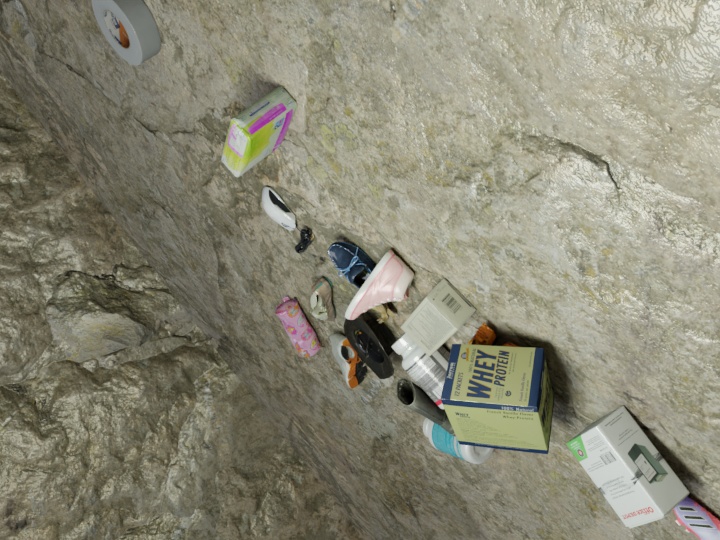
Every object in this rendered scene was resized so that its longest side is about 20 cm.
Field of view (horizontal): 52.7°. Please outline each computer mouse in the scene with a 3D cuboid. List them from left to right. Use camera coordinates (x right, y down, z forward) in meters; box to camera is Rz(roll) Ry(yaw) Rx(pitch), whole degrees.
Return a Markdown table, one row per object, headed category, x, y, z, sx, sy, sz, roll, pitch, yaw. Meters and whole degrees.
| category | x | y | z | sx | sy | sz | roll | pitch | yaw |
| --- | --- | --- | --- | --- | --- | --- | --- | --- | --- |
| computer mouse | -0.208 | -0.137 | 1.960 | 0.200 | 0.044 | 0.110 | 49 | 155 | 1 |

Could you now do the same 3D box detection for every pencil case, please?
| category | x | y | z | sx | sy | sz | roll | pitch | yaw |
| --- | --- | --- | --- | --- | --- | --- | --- | --- | --- |
| pencil case | -0.201 | 0.184 | 2.343 | 0.087 | 0.087 | 0.202 | 9 | 133 | 52 |

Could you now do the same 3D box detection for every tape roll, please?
| category | x | y | z | sx | sy | sz | roll | pitch | yaw |
| --- | --- | --- | --- | --- | --- | --- | --- | --- | --- |
| tape roll | -0.605 | -0.638 | 1.879 | 0.200 | 0.066 | 0.201 | 38 | 152 | 24 |

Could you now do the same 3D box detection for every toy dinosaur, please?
| category | x | y | z | sx | sy | sz | roll | pitch | yaw |
| --- | --- | --- | --- | --- | --- | --- | --- | --- | --- |
| toy dinosaur | 0.050 | 0.085 | 1.845 | 0.101 | 0.058 | 0.200 | 39 | 171 | 6 |

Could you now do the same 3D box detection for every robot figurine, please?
| category | x | y | z | sx | sy | sz | roll | pitch | yaw |
| --- | --- | --- | --- | --- | --- | --- | --- | --- | --- |
| robot figurine | 0.290 | 0.206 | 1.626 | 0.144 | 0.058 | 0.201 | 35 | 150 | 23 |

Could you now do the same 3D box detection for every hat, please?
| category | x | y | z | sx | sy | sz | roll | pitch | yaw |
| --- | --- | --- | --- | --- | --- | --- | --- | --- | --- |
| hat | 0.044 | 0.192 | 1.974 | 0.200 | 0.080 | 0.202 | 41 | 148 | 31 |

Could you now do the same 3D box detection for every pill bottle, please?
| category | x | y | z | sx | sy | sz | roll | pitch | yaw |
| --- | --- | --- | --- | --- | --- | --- | --- | --- | --- |
| pill bottle | 0.172 | 0.232 | 1.789 | 0.200 | 0.111 | 0.111 | 47 | 154 | 4 |
| pill bottle | 0.255 | 0.436 | 1.935 | 0.199 | 0.111 | 0.112 | 6 | 132 | 54 |

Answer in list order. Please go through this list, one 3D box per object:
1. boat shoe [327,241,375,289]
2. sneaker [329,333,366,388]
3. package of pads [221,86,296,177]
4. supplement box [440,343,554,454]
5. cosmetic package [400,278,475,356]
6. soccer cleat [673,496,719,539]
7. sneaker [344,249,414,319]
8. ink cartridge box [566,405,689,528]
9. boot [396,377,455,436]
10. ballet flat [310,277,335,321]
| category | x | y | z | sx | sy | sz | roll | pitch | yaw |
| --- | --- | --- | --- | --- | --- | --- | --- | --- | --- |
| boat shoe | 0.000 | 0.000 | 1.775 | 0.199 | 0.069 | 0.085 | 34 | 115 | 9 |
| sneaker | -0.043 | 0.271 | 2.237 | 0.092 | 0.075 | 0.202 | 31 | 142 | 46 |
| package of pads | -0.234 | -0.308 | 1.643 | 0.068 | 0.154 | 0.200 | 46 | 154 | 3 |
| supplement box | 0.291 | 0.268 | 1.518 | 0.197 | 0.135 | 0.201 | 0 | 141 | 23 |
| cosmetic package | 0.174 | 0.111 | 1.666 | 0.105 | 0.071 | 0.200 | 45 | 154 | 6 |
| soccer cleat | 0.685 | 0.503 | 1.429 | 0.076 | 0.066 | 0.201 | -43 | 77 | 27 |
| sneaker | 0.050 | 0.059 | 1.702 | 0.104 | 0.075 | 0.201 | 37 | 110 | 2 |
| ink cartridge box | 0.525 | 0.391 | 1.441 | 0.201 | 0.083 | 0.146 | 55 | 156 | 16 |
| boot | 0.164 | 0.331 | 1.858 | 0.199 | 0.073 | 0.182 | 29 | -172 | -26 |
| ballet flat | -0.116 | 0.098 | 2.105 | 0.068 | 0.067 | 0.201 | 34 | 151 | 28 |
